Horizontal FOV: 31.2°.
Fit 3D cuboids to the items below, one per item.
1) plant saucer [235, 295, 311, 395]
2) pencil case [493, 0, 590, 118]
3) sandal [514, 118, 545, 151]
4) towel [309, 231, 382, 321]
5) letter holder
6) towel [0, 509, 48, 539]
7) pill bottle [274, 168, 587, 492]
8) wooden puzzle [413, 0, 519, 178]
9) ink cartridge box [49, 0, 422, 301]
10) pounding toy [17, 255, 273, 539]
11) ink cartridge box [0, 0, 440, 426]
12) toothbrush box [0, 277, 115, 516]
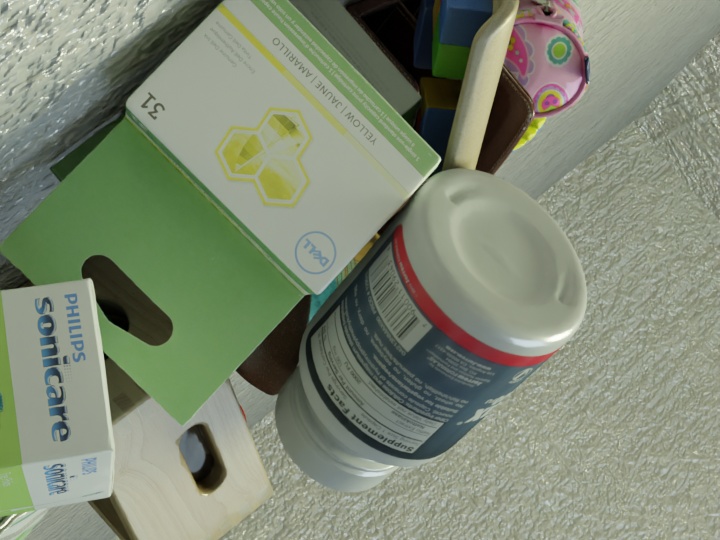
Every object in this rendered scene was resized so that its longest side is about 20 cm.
[{"bbox_3d":[-0.078,-0.015,0.893,0.036,0.203,0.201,-1,156,-21],"label":"plant saucer"},{"bbox_3d":[0.136,-0.187,1.015,0.087,0.087,0.201,-43,-166,22],"label":"pencil case"},{"bbox_3d":[0.117,-0.128,1.236,0.200,0.080,0.087,-46,175,29],"label":"sandal"},{"bbox_3d":[0.000,0.000,1.039,0.198,0.148,0.022,15,134,-23],"label":"towel"},{"bbox_3d":[0.016,-0.092,0.964,0.100,0.143,0.200,-33,170,-45],"label":"letter holder"},{"bbox_3d":[-0.287,0.210,1.053,0.149,0.031,0.200,-32,170,-46],"label":"towel"},{"bbox_3d":[0.032,0.046,0.770,0.119,0.120,0.200,-33,168,-47],"label":"pill bottle"},{"bbox_3d":[0.059,-0.152,0.780,0.186,0.046,0.202,99,-1,-54],"label":"wooden puzzle"},{"bbox_3d":[-0.071,-0.073,0.767,0.199,0.104,0.059,-39,172,-15],"label":"ink cartridge box"},{"bbox_3d":[-0.138,0.073,0.857,0.142,0.184,0.201,-36,137,-22],"label":"pounding toy"},{"bbox_3d":[-0.075,-0.037,0.692,0.200,0.145,0.048,-47,-173,-10],"label":"ink cartridge box"},{"bbox_3d":[-0.222,0.077,0.621,0.197,0.087,0.146,-7,164,-13],"label":"toothbrush box"}]
